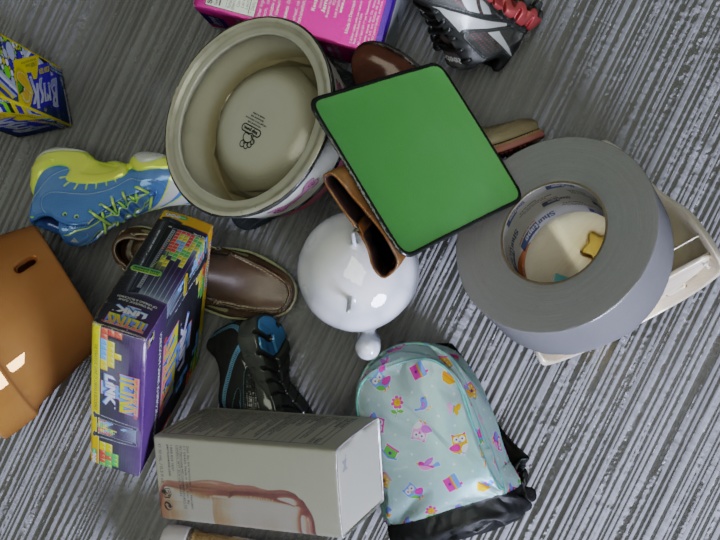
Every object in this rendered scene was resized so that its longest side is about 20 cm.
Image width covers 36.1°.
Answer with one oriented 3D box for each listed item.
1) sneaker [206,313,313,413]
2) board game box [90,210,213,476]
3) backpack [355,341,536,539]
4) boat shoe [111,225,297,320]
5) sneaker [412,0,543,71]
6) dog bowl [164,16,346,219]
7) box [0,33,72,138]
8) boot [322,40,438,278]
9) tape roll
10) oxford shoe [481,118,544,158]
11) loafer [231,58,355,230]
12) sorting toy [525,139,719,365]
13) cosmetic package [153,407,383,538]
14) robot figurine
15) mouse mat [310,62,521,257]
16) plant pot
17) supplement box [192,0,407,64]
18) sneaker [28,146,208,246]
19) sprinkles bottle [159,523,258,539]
[{"bbox_3d":[-0.101,0.147,1.161,0.081,0.073,0.202,-12,92,32],"label":"sneaker"},{"bbox_3d":[-0.201,0.071,1.066,0.056,0.166,0.201,16,133,3],"label":"board game box"},{"bbox_3d":[0.074,0.169,1.110,0.165,0.127,0.202,-19,86,7],"label":"backpack"},{"bbox_3d":[-0.166,0.006,1.152,0.200,0.075,0.075,14,91,4],"label":"boat shoe"},{"bbox_3d":[0.095,-0.254,1.094,0.071,0.199,0.099,41,110,44],"label":"sneaker"},{"bbox_3d":[-0.093,-0.140,1.082,0.198,0.074,0.202,-8,75,29],"label":"dog bowl"},{"bbox_3d":[-0.356,-0.183,1.104,0.064,0.200,0.071,-11,88,5],"label":"box"},{"bbox_3d":[0.013,-0.108,1.014,0.068,0.200,0.189,-20,101,35],"label":"boot"},{"bbox_3d":[0.194,-0.024,1.056,0.199,0.066,0.202,-13,62,26],"label":"tape roll"},{"bbox_3d":[0.088,-0.141,1.136,0.198,0.070,0.076,-10,87,4],"label":"oxford shoe"},{"bbox_3d":[-0.075,-0.132,1.157,0.200,0.073,0.072,-49,59,7],"label":"loafer"},{"bbox_3d":[0.238,-0.029,1.116,0.199,0.107,0.181,-30,75,15],"label":"sorting toy"},{"bbox_3d":[-0.087,0.190,1.062,0.198,0.103,0.088,0,99,26],"label":"cosmetic package"},{"bbox_3d":[0.000,0.000,1.077,0.112,0.200,0.171,-9,90,5],"label":"robot figurine"},{"bbox_3d":[0.056,-0.107,1.000,0.008,0.199,0.162,-36,83,43],"label":"mouse mat"},{"bbox_3d":[-0.353,0.049,1.118,0.139,0.200,0.201,-32,88,-12],"label":"plant pot"},{"bbox_3d":[-0.057,-0.283,1.131,0.198,0.101,0.104,17,92,5],"label":"supplement box"},{"bbox_3d":[-0.254,-0.066,1.148,0.198,0.076,0.106,5,65,14],"label":"sneaker"},{"bbox_3d":[-0.113,0.314,1.152,0.198,0.068,0.069,8,91,4],"label":"sprinkles bottle"}]
